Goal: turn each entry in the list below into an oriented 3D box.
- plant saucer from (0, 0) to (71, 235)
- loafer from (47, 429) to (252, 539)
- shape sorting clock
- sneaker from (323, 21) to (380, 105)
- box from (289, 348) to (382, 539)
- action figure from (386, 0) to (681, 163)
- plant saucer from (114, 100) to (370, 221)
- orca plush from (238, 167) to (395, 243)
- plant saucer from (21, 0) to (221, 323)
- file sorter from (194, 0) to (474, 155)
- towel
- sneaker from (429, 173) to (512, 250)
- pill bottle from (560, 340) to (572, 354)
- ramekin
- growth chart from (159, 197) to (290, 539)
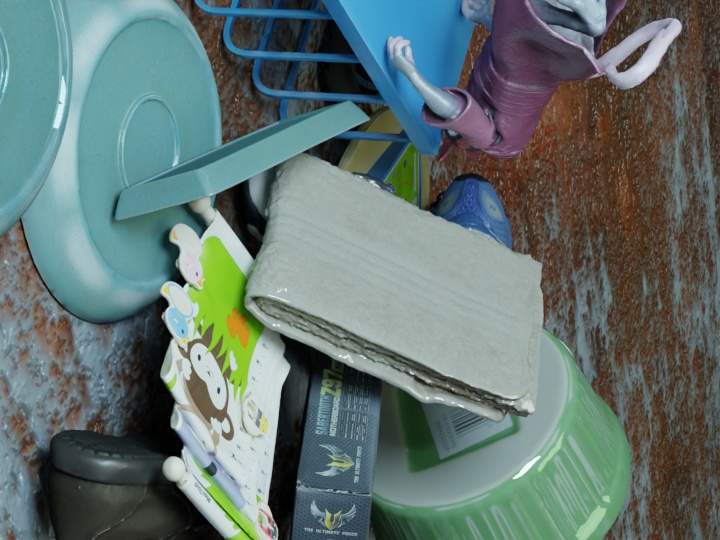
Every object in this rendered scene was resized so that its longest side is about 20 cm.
[{"bbox_3d":[-0.202,-0.101,1.030,0.200,0.027,0.202,-11,103,-58],"label":"plant saucer"},{"bbox_3d":[-0.124,0.135,1.216,0.200,0.072,0.072,17,91,-61],"label":"loafer"},{"bbox_3d":[0.005,-0.017,1.476,0.200,0.039,0.202,11,90,-73],"label":"shape sorting clock"},{"bbox_3d":[0.039,-0.203,1.465,0.073,0.081,0.202,45,53,-55],"label":"sneaker"},{"bbox_3d":[-0.018,0.146,1.336,0.201,0.050,0.159,-85,-178,-60],"label":"box"},{"bbox_3d":[0.104,-0.126,1.261,0.134,0.148,0.201,-45,167,-41],"label":"action figure"},{"bbox_3d":[-0.068,-0.067,1.230,0.200,0.069,0.019,-33,107,-59],"label":"plant saucer"},{"bbox_3d":[0.000,0.000,1.369,0.198,0.071,0.106,19,57,-20],"label":"orca plush"},{"bbox_3d":[-0.130,-0.069,1.204,0.200,0.027,0.202,-19,112,-61],"label":"plant saucer"},{"bbox_3d":[-0.020,-0.186,1.301,0.200,0.122,0.140,53,49,-54],"label":"file sorter"},{"bbox_3d":[0.025,0.011,1.301,0.035,0.199,0.133,-50,-159,42],"label":"towel"},{"bbox_3d":[0.086,-0.009,1.570,0.200,0.078,0.090,90,7,-66],"label":"sneaker"},{"bbox_3d":[0.106,0.141,1.634,0.201,0.110,0.111,-64,147,-36],"label":"pill bottle"},{"bbox_3d":[0.084,0.127,1.496,0.098,0.198,0.201,60,42,-40],"label":"ramekin"},{"bbox_3d":[-0.077,0.065,1.219,0.145,0.018,0.202,49,35,-45],"label":"growth chart"}]
